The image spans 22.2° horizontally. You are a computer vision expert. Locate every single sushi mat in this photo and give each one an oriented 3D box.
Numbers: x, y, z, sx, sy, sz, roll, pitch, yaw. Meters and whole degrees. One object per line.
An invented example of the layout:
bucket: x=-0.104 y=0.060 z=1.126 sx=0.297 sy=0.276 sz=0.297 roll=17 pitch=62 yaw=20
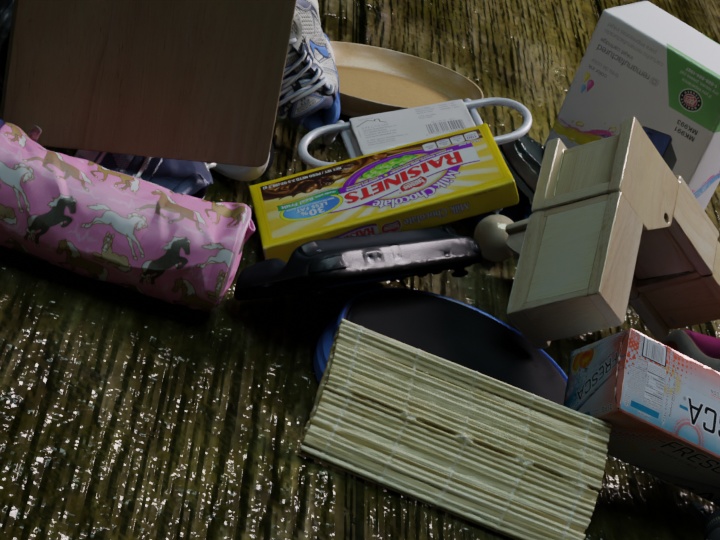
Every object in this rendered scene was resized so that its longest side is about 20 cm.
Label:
sushi mat: x=0.064 y=0.111 z=1.201 sx=0.198 sy=0.012 sz=0.096 roll=22 pitch=69 yaw=-4

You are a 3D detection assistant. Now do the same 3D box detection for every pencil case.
pencil case: x=-0.174 y=-0.036 z=1.271 sx=0.198 sy=0.087 sz=0.083 roll=20 pitch=-5 yaw=-8

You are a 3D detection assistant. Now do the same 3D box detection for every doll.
doll: x=0.118 y=-0.067 z=1.620 sx=0.135 sy=0.049 sz=0.200 roll=19 pitch=25 yaw=-8

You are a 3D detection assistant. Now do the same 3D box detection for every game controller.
game controller: x=0.000 y=0.000 z=1.348 sx=0.199 sy=0.104 sz=0.043 roll=-6 pitch=77 yaw=-49

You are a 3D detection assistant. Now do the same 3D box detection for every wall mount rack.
wall mount rack: x=0.041 y=-0.105 z=1.557 sx=0.198 sy=0.075 sz=0.174 roll=-9 pitch=37 yaw=-8

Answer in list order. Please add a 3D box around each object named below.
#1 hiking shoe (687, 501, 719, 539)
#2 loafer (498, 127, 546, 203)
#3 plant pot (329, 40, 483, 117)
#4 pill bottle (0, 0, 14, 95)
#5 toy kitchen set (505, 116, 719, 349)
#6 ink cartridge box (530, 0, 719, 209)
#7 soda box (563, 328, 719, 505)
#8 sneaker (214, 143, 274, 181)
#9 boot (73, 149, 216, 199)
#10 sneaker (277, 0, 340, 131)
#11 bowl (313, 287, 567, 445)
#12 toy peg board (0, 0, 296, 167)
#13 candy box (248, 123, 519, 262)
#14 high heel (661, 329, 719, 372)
hiking shoe: x=0.323 y=0.196 z=1.252 sx=0.198 sy=0.076 sz=0.101 roll=16 pitch=29 yaw=-15
loafer: x=0.204 y=-0.061 z=1.591 sx=0.200 sy=0.063 sz=0.072 roll=41 pitch=27 yaw=-15
plant pot: x=0.016 y=-0.173 z=1.729 sx=0.198 sy=0.028 sz=0.200 roll=12 pitch=21 yaw=-4
pill bottle: x=-0.277 y=-0.206 z=1.475 sx=0.111 sy=0.113 sz=0.200 roll=-5 pitch=37 yaw=-45
toy kitchen set: x=0.177 y=0.026 z=1.434 sx=0.200 sy=0.162 sz=0.182 roll=48 pitch=43 yaw=-33
ink cartridge box: x=0.255 y=-0.118 z=1.662 sx=0.145 sy=0.201 sz=0.087 roll=36 pitch=31 yaw=23
soda box: x=0.236 y=0.112 z=1.283 sx=0.199 sy=0.068 sz=0.064 roll=26 pitch=60 yaw=-24
sneaker: x=-0.104 y=-0.144 z=1.550 sx=0.111 sy=0.073 sz=0.200 roll=2 pitch=35 yaw=-45
boot: x=-0.147 y=-0.087 z=1.418 sx=0.090 sy=0.073 sz=0.200 roll=30 pitch=35 yaw=4
sneaker: x=-0.053 y=-0.171 z=1.524 sx=0.200 sy=0.076 sz=0.086 roll=40 pitch=31 yaw=-70
bowl: x=0.065 y=0.079 z=1.301 sx=0.199 sy=0.040 sz=0.201 roll=19 pitch=26 yaw=-10
toy peg board: x=-0.156 y=-0.194 z=1.334 sx=0.197 sy=0.202 sz=0.098 roll=4 pitch=22 yaw=-20
candy box: x=0.016 y=-0.059 z=1.424 sx=0.198 sy=0.027 sz=0.103 roll=-15 pitch=34 yaw=-2
high heel: x=0.292 y=0.086 z=1.387 sx=0.095 sy=0.068 sz=0.200 roll=11 pitch=1 yaw=-15
